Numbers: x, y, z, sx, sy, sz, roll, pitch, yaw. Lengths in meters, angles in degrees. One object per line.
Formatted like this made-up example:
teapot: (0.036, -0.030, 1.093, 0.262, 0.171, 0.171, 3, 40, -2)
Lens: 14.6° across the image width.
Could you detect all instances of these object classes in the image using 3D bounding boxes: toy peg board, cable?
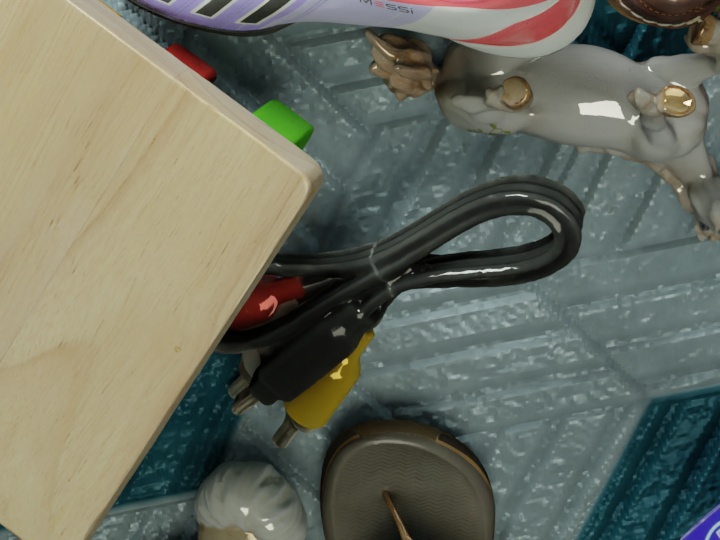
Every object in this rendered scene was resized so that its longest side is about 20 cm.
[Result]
toy peg board: (-0.133, -0.028, 1.124, 0.199, 0.098, 0.200, 36, 113, 4)
cable: (0.000, 0.000, 1.171, 0.200, 0.050, 0.097, -36, 108, 28)

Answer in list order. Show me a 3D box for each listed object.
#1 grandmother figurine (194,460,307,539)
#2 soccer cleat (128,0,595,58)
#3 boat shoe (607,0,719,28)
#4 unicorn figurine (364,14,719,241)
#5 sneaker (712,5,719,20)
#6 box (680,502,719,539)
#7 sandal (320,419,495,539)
grandmother figurine: (-0.064, 0.171, 1.278, 0.121, 0.061, 0.201, 6, 122, -13)
soccer cleat: (-0.012, -0.124, 1.058, 0.199, 0.069, 0.073, 10, 169, 19)
boat shoe: (0.150, -0.182, 1.040, 0.070, 0.070, 0.201, 23, 89, -3)
unicorn figurine: (0.100, -0.063, 1.139, 0.199, 0.137, 0.074, 26, 77, 2)
sneaker: (0.162, -0.122, 1.111, 0.200, 0.085, 0.077, 36, 110, -25)
box: (0.274, 0.127, 1.208, 0.200, 0.184, 0.105, -43, 155, 18)
sandal: (0.020, 0.156, 1.281, 0.081, 0.055, 0.201, 0, 122, -8)
